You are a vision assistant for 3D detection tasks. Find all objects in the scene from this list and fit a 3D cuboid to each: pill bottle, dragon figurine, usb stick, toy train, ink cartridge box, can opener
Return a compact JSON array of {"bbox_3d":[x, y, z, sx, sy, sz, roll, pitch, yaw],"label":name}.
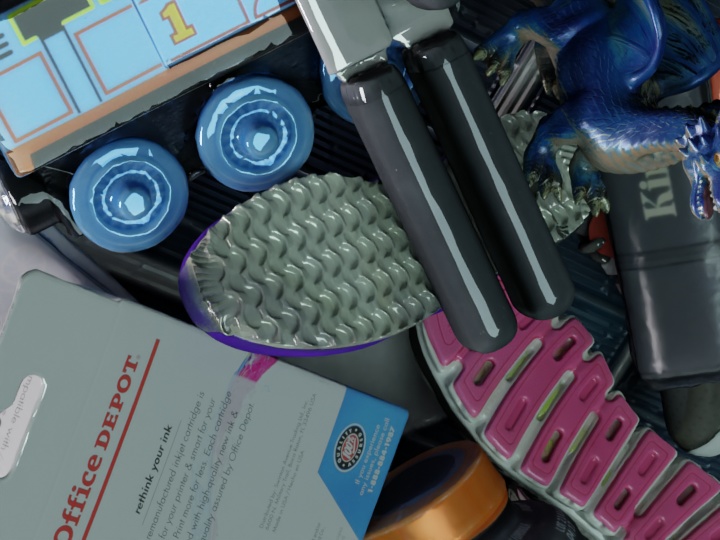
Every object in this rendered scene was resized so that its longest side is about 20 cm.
[{"bbox_3d":[0.070,0.172,0.928,0.106,0.106,0.200,-32,101,-3],"label":"pill bottle"},{"bbox_3d":[0.101,-0.089,0.829,0.099,0.200,0.059,-36,145,31],"label":"dragon figurine"},{"bbox_3d":[0.121,-0.049,0.890,0.033,0.055,0.200,-22,103,-57],"label":"usb stick"},{"bbox_3d":[-0.061,-0.090,0.831,0.200,0.087,0.114,-28,116,-5],"label":"toy train"},{"bbox_3d":[-0.087,0.074,0.842,0.200,0.068,0.115,25,84,-41],"label":"ink cartridge box"},{"bbox_3d":[0.025,-0.063,0.784,0.053,0.067,0.200,-29,103,-14],"label":"can opener"}]

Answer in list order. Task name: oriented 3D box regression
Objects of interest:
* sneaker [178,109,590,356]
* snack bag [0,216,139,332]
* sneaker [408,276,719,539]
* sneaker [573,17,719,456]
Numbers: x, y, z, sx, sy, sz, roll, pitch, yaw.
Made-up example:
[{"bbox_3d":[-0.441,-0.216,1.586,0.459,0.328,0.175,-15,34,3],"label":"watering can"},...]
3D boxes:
[{"bbox_3d":[0.000,0.000,0.876,0.200,0.100,0.070,-18,80,-39],"label":"sneaker"},{"bbox_3d":[-0.157,0.080,0.917,0.189,0.021,0.200,-44,123,4],"label":"snack bag"},{"bbox_3d":[0.087,0.080,0.981,0.200,0.087,0.074,44,68,-12],"label":"sneaker"},{"bbox_3d":[0.130,-0.012,0.958,0.082,0.077,0.200,-6,108,-7],"label":"sneaker"}]
